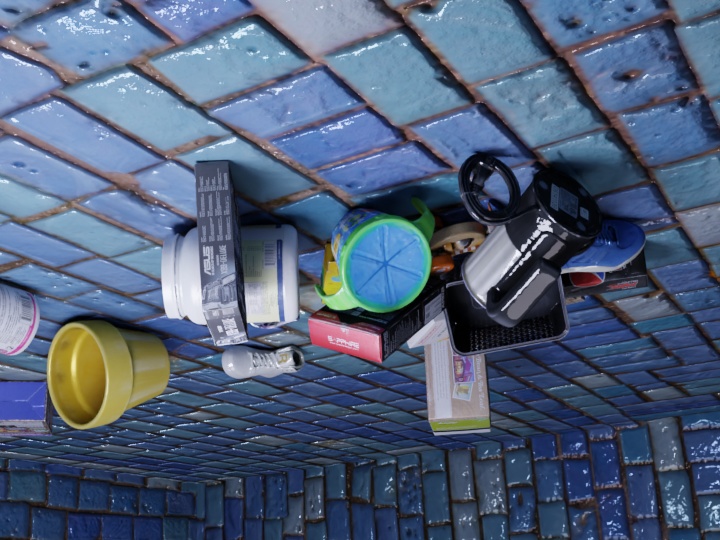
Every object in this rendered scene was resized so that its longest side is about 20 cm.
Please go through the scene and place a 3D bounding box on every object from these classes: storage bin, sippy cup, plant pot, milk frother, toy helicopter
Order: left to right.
[{"bbox_3d":[-0.485,0.197,1.843,0.198,0.205,0.187,-18,170,37],"label":"plant pot"},{"bbox_3d":[0.018,-0.027,1.335,0.174,0.143,0.130,-8,-160,-17],"label":"sippy cup"},{"bbox_3d":[0.180,-0.050,1.442,0.131,0.080,0.198,-27,161,32],"label":"toy helicopter"},{"bbox_3d":[0.193,-0.049,1.285,0.199,0.181,0.189,40,131,3],"label":"milk frother"},{"bbox_3d":[0.235,0.047,1.535,0.195,0.138,0.094,-11,-157,12],"label":"storage bin"}]

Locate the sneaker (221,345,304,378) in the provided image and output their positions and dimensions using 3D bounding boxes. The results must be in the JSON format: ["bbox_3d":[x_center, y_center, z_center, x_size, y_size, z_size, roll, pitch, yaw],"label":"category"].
[{"bbox_3d":[-0.204,0.191,2.033,0.114,0.075,0.199,-17,166,29],"label":"sneaker"}]

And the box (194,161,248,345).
[{"bbox_3d":[-0.185,-0.019,1.248,0.049,0.205,0.158,-5,161,-4],"label":"box"}]

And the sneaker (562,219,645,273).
[{"bbox_3d":[0.353,-0.052,1.415,0.195,0.078,0.112,-8,153,-8],"label":"sneaker"}]

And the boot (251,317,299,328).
[{"bbox_3d":[-0.194,0.059,1.625,0.196,0.092,0.072,-13,158,27],"label":"boot"}]

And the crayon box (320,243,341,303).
[{"bbox_3d":[0.000,0.000,1.550,0.124,0.052,0.201,-1,161,-7],"label":"crayon box"}]

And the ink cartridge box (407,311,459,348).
[{"bbox_3d":[0.146,0.079,1.677,0.196,0.069,0.115,-9,155,-27],"label":"ink cartridge box"}]

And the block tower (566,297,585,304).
[{"bbox_3d":[0.312,0.049,1.724,0.197,0.055,0.057,-19,156,36],"label":"block tower"}]

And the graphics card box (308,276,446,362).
[{"bbox_3d":[0.029,0.060,1.370,0.123,0.052,0.199,11,-152,31],"label":"graphics card box"}]

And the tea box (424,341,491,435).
[{"bbox_3d":[0.209,0.235,2.006,0.130,0.205,0.197,-4,159,6],"label":"tea box"}]

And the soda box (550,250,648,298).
[{"bbox_3d":[0.387,0.003,1.595,0.196,0.065,0.071,-10,159,17],"label":"soda box"}]

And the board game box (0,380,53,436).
[{"bbox_3d":[-0.850,0.345,2.315,0.156,0.099,0.200,2,160,-14],"label":"board game box"}]

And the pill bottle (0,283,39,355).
[{"bbox_3d":[-0.645,0.066,1.551,0.111,0.116,0.199,-14,157,28],"label":"pill bottle"}]

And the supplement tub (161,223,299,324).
[{"bbox_3d":[-0.191,0.006,1.401,0.195,0.148,0.145,-2,161,-2],"label":"supplement tub"}]
